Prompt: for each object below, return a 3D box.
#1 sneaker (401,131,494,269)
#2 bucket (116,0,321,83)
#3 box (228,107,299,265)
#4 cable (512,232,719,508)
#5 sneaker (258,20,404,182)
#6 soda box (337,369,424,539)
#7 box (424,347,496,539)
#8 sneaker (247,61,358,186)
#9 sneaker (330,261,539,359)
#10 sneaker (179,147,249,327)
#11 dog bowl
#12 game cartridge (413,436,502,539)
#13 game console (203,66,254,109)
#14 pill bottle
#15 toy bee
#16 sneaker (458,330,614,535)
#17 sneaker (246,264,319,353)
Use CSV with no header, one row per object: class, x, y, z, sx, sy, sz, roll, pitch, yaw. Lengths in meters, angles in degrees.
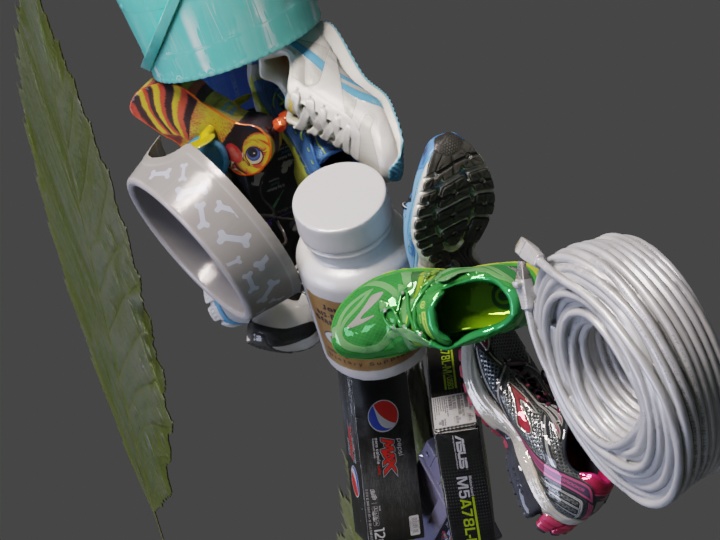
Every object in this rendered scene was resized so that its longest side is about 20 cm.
sneaker,0.062,-0.050,1.562,0.201,0.078,0.090,93,153,-50
bucket,-0.141,-0.275,1.706,0.207,0.206,0.136,26,139,63
box,-0.085,-0.065,1.906,0.122,0.105,0.202,33,141,58
cable,0.199,0.072,1.322,0.200,0.069,0.202,27,136,62
sneaker,-0.024,-0.150,1.686,0.200,0.080,0.077,54,155,34
soda box,0.020,0.181,1.873,0.071,0.063,0.202,-156,60,-76
box,0.094,0.171,1.640,0.200,0.047,0.195,-92,-10,-62
sneaker,-0.043,-0.147,1.760,0.201,0.075,0.105,63,161,-3
sneaker,0.058,0.031,1.496,0.083,0.198,0.075,-12,-92,-65
sneaker,-0.130,-0.037,1.823,0.086,0.075,0.201,1,116,50
dog bowl,-0.143,-0.036,1.688,0.200,0.059,0.200,45,166,15
game cartridge,0.090,0.267,1.892,0.200,0.038,0.130,107,142,-61
game console,-0.177,-0.211,2.004,0.118,0.170,0.202,-2,111,42
pill bottle,0.000,0.000,1.682,0.114,0.114,0.201,51,164,42
toy bee,-0.120,-0.135,1.739,0.109,0.199,0.131,-44,28,30
sneaker,0.152,0.119,1.513,0.075,0.080,0.201,-43,65,38
sneaker,-0.053,0.016,1.796,0.073,0.200,0.081,15,123,24
